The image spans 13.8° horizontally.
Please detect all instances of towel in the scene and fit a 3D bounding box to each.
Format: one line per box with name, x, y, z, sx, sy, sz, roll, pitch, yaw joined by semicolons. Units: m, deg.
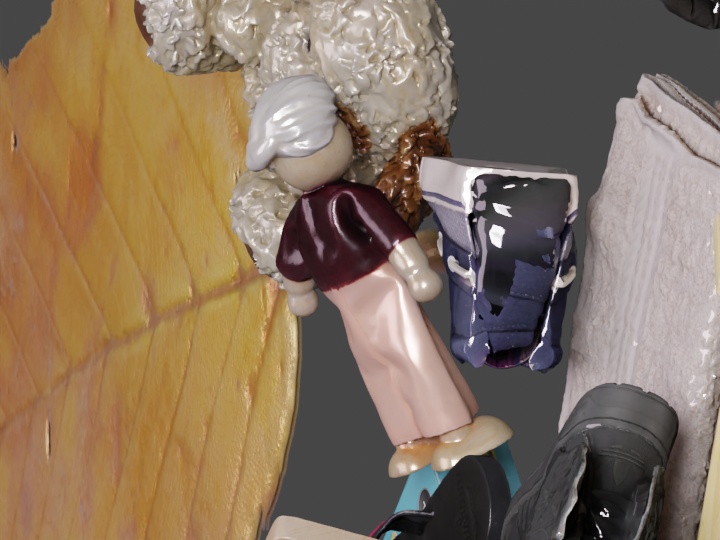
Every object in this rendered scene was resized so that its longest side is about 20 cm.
towel;0.133;0.024;1.299;0.133;0.034;0.200;-132;45;-63

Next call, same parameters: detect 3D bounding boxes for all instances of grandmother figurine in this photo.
grandmother figurine;0.000;0.000;1.442;0.121;0.061;0.200;-15;101;45

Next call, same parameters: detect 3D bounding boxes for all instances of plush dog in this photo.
plush dog;-0.004;-0.101;1.515;0.200;0.160;0.172;66;163;-9

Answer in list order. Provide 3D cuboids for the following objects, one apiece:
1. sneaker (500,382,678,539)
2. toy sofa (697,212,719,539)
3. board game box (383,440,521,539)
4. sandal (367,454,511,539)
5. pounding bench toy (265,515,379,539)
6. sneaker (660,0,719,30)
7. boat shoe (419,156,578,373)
sneaker;0.089;0.121;1.234;0.200;0.060;0.104;106;-178;-53
toy sofa;0.169;0.084;1.154;0.083;0.097;0.200;-72;-10;-70
board game box;0.045;0.204;1.519;0.200;0.047;0.151;111;152;-44
sandal;0.020;0.150;1.452;0.200;0.045;0.075;118;146;-52
pounding bench toy;0.007;0.184;1.325;0.200;0.124;0.156;114;170;-46
sneaker;0.129;-0.157;1.245;0.200;0.077;0.111;1;81;64
boat shoe;0.061;-0.003;1.382;0.200;0.075;0.093;-70;-15;-86
